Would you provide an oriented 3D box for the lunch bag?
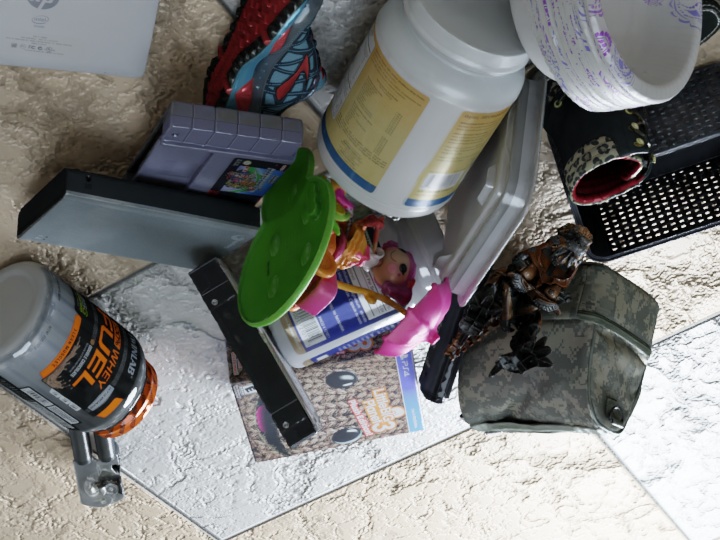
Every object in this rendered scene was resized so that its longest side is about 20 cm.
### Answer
[{"bbox_3d":[0.203,0.093,1.662,0.199,0.169,0.139,-2,155,42],"label":"lunch bag"}]

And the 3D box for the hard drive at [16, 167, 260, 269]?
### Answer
[{"bbox_3d":[-0.215,-0.047,1.511,0.199,0.033,0.139,10,159,-29],"label":"hard drive"}]

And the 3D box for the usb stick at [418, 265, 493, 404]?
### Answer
[{"bbox_3d":[0.104,0.043,1.656,0.032,0.055,0.201,10,107,-23],"label":"usb stick"}]

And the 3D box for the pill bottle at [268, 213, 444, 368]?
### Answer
[{"bbox_3d":[-0.001,0.012,1.604,0.199,0.116,0.116,-23,139,3],"label":"pill bottle"}]

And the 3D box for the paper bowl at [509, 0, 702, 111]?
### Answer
[{"bbox_3d":[0.200,-0.235,1.320,0.104,0.202,0.201,-5,149,38],"label":"paper bowl"}]

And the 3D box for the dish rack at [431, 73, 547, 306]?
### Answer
[{"bbox_3d":[0.118,-0.080,1.482,0.043,0.172,0.200,18,144,-9],"label":"dish rack"}]

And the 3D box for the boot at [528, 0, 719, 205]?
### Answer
[{"bbox_3d":[0.260,-0.159,1.444,0.203,0.154,0.073,-28,137,19],"label":"boot"}]

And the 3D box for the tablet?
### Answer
[{"bbox_3d":[-0.278,-0.225,1.353,0.199,0.014,0.131,3,137,-17],"label":"tablet"}]

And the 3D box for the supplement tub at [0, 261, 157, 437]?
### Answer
[{"bbox_3d":[-0.308,0.089,1.621,0.122,0.123,0.200,-27,138,18],"label":"supplement tub"}]

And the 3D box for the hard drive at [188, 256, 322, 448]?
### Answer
[{"bbox_3d":[-0.102,0.083,1.575,0.038,0.201,0.140,-31,176,-2],"label":"hard drive"}]

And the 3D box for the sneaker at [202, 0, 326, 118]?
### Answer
[{"bbox_3d":[-0.069,-0.198,1.396,0.095,0.080,0.200,6,146,-27],"label":"sneaker"}]

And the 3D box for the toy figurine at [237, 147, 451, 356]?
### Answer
[{"bbox_3d":[0.000,0.000,1.473,0.183,0.201,0.150,27,128,-27],"label":"toy figurine"}]

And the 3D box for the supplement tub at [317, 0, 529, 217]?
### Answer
[{"bbox_3d":[0.060,-0.162,1.402,0.144,0.145,0.200,11,135,-24],"label":"supplement tub"}]

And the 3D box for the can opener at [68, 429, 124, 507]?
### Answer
[{"bbox_3d":[-0.309,0.192,1.802,0.053,0.067,0.201,-6,126,-6],"label":"can opener"}]

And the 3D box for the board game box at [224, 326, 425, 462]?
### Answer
[{"bbox_3d":[-0.039,0.114,1.732,0.199,0.097,0.160,-12,140,1],"label":"board game box"}]

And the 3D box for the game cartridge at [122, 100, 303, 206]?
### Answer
[{"bbox_3d":[-0.141,-0.099,1.457,0.129,0.039,0.200,11,159,-18],"label":"game cartridge"}]

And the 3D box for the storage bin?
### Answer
[{"bbox_3d":[0.301,-0.107,1.562,0.199,0.094,0.135,-19,139,8],"label":"storage bin"}]

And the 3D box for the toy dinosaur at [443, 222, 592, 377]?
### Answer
[{"bbox_3d":[0.158,0.036,1.568,0.102,0.136,0.201,23,128,2],"label":"toy dinosaur"}]
